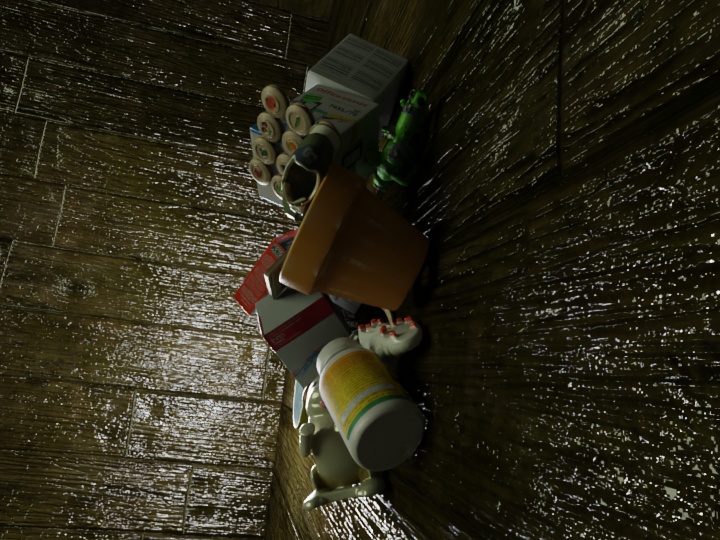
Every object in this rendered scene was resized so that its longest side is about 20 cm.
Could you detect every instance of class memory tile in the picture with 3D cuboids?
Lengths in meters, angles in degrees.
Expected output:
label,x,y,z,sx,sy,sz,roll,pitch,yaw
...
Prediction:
label,x,y,z,sx,sy,sz,roll,pitch,yaw
memory tile,-0.113,-0.185,0.849,0.017,0.153,0.201,-47,-10,-38

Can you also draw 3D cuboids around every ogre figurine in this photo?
label,x,y,z,sx,sy,sz,roll,pitch,yaw
ogre figurine,0.066,-0.217,0.929,0.200,0.098,0.121,-18,45,60

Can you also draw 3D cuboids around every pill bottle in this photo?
label,x,y,z,sx,sy,sz,roll,pitch,yaw
pill bottle,0.004,0.187,0.783,0.200,0.112,0.114,-134,52,-57

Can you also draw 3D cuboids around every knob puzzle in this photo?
label,x,y,z,sx,sy,sz,roll,pitch,yaw
knob puzzle,-0.098,-0.031,1.000,0.220,0.030,0.220,-48,-7,-8

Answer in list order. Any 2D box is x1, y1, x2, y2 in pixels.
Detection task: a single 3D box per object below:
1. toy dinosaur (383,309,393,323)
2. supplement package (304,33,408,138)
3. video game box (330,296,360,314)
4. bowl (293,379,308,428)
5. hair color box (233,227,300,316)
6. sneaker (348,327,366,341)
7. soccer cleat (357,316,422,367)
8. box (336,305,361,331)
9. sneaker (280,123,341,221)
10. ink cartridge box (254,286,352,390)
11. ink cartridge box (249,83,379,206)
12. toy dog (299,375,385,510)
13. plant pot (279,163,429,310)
label,x,y,z,sx,sy,sz,roll,pitch,yaw
toy dinosaur,0.034,0.044,0.978,0.200,0.060,0.107,49,131,41
supplement package,-0.020,-0.353,1.114,0.201,0.146,0.192,-59,-7,-41
video game box,-0.093,0.020,1.287,0.047,0.181,0.200,-59,14,5
bowl,-0.100,0.293,1.305,0.200,0.107,0.202,-172,90,-79
hair color box,-0.182,0.003,1.122,0.200,0.061,0.101,-47,-8,34
sneaker,0.007,0.207,0.995,0.079,0.075,0.202,-139,51,-60
soccer cleat,0.052,0.119,0.841,0.078,0.069,0.200,70,161,-2
box,-0.093,0.106,1.282,0.200,0.158,0.050,-131,51,-74
sneaker,-0.095,-0.127,0.797,0.090,0.067,0.200,-59,2,-38
ink cartridge box,-0.099,0.132,1.078,0.201,0.144,0.145,58,177,-28
ink cartridge box,-0.077,-0.220,0.962,0.200,0.146,0.147,-48,-27,-38
toy dog,-0.030,0.274,0.900,0.194,0.138,0.202,11,-117,-67
plant pot,-0.001,-0.033,0.813,0.202,0.182,0.200,-64,3,6
